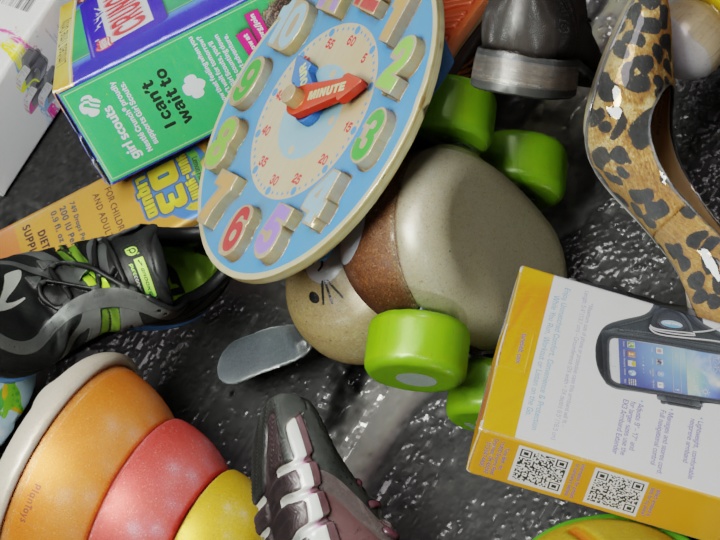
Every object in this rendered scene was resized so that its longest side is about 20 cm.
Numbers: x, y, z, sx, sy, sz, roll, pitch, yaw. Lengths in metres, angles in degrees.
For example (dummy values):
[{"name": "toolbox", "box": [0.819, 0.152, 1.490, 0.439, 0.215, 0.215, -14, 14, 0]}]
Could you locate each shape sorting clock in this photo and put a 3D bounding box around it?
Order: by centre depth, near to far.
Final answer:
[{"name": "shape sorting clock", "box": [-0.026, -0.086, 1.377, 0.200, 0.039, 0.200, -35, 37, 32]}]

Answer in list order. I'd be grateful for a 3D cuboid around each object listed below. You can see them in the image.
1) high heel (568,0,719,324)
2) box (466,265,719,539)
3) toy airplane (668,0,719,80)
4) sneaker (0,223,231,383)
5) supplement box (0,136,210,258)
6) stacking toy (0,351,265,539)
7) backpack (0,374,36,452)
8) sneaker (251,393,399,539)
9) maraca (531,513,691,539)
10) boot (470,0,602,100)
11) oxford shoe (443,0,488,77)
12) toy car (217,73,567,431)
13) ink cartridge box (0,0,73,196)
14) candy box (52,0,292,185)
[{"name": "high heel", "box": [0.190, -0.049, 1.359, 0.142, 0.071, 0.200, 11, 102, 23]}, {"name": "box", "box": [0.163, 0.076, 1.297, 0.200, 0.042, 0.119, 18, 46, 1]}, {"name": "toy airplane", "box": [0.216, -0.154, 1.382, 0.141, 0.199, 0.200, -42, 51, 12]}, {"name": "sneaker", "box": [-0.147, 0.007, 1.404, 0.083, 0.199, 0.071, -38, 73, 46]}, {"name": "supplement box", "box": [-0.121, -0.027, 1.530, 0.200, 0.069, 0.067, -26, 55, 3]}, {"name": "stacking toy", "box": [-0.096, 0.148, 1.394, 0.200, 0.146, 0.146, 28, 73, 15]}, {"name": "backpack", "box": [-0.270, 0.071, 1.461, 0.200, 0.154, 0.163, -18, 38, 24]}, {"name": "sneaker", "box": [0.016, 0.156, 1.330, 0.115, 0.076, 0.200, -9, 77, -21]}, {"name": "maraca", "box": [0.108, 0.211, 1.251, 0.137, 0.107, 0.200, 10, 63, 27]}, {"name": "boot", "box": [0.107, -0.184, 1.354, 0.069, 0.200, 0.174, 9, 101, 7]}, {"name": "oxford shoe", "box": [0.063, -0.139, 1.469, 0.071, 0.073, 0.200, -8, 28, 28]}, {"name": "toy car", "box": [0.000, 0.000, 1.419, 0.200, 0.158, 0.165, -6, 67, 34]}, {"name": "ink cartridge box", "box": [-0.256, -0.126, 1.651, 0.115, 0.068, 0.200, 20, 69, 32]}, {"name": "candy box", "box": [-0.083, -0.151, 1.544, 0.200, 0.077, 0.169, -28, 24, 6]}]
